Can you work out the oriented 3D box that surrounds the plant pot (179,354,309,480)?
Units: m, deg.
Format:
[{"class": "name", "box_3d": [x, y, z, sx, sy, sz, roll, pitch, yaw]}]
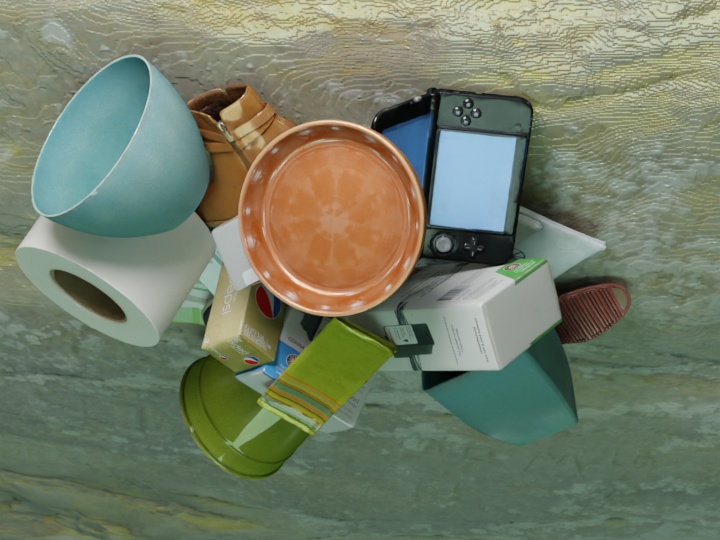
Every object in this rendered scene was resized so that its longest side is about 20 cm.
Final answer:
[{"class": "plant pot", "box_3d": [-0.119, 0.163, 1.847, 0.200, 0.201, 0.193, 31, 128, -30]}]

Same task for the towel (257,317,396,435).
[{"class": "towel", "box_3d": [-0.042, 0.126, 1.527, 0.086, 0.018, 0.200, 28, 135, -15]}]

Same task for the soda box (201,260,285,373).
[{"class": "soda box", "box_3d": [-0.133, 0.022, 1.606, 0.068, 0.201, 0.064, -20, 134, 35]}]

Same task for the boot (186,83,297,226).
[{"class": "boot", "box_3d": [-0.156, -0.131, 1.499, 0.199, 0.077, 0.155, -13, 138, 34]}]

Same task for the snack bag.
[{"class": "snack bag", "box_3d": [0.170, -0.020, 1.609, 0.199, 0.021, 0.188, 20, 145, -24]}]

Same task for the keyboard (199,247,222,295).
[{"class": "keyboard", "box_3d": [-0.157, 0.034, 1.713, 0.056, 0.011, 0.200, -34, 109, 22]}]

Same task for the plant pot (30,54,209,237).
[{"class": "plant pot", "box_3d": [-0.245, -0.115, 1.428, 0.200, 0.201, 0.135, -23, 137, 37]}]

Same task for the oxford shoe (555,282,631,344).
[{"class": "oxford shoe", "box_3d": [0.266, 0.063, 1.728, 0.199, 0.075, 0.071, -25, 98, 22]}]

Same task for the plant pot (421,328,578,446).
[{"class": "plant pot", "box_3d": [0.188, 0.124, 1.643, 0.141, 0.142, 0.200, -26, 131, 24]}]

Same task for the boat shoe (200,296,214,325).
[{"class": "boat shoe", "box_3d": [-0.126, 0.054, 1.753, 0.199, 0.063, 0.073, -17, 151, 18]}]

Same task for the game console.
[{"class": "game console", "box_3d": [0.093, -0.084, 1.411, 0.175, 0.116, 0.201, 6, 116, 1]}]

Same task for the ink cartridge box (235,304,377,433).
[{"class": "ink cartridge box", "box_3d": [-0.046, 0.082, 1.651, 0.146, 0.201, 0.086, 34, 156, -21]}]

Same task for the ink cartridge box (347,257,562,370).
[{"class": "ink cartridge box", "box_3d": [0.107, 0.051, 1.503, 0.199, 0.146, 0.083, -3, 109, 42]}]

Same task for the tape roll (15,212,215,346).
[{"class": "tape roll", "box_3d": [-0.294, -0.021, 1.576, 0.202, 0.139, 0.203, 25, 157, 12]}]

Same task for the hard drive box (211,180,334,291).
[{"class": "hard drive box", "box_3d": [-0.044, -0.058, 1.482, 0.156, 0.077, 0.200, -25, 178, 38]}]

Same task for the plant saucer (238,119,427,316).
[{"class": "plant saucer", "box_3d": [-0.028, -0.054, 1.337, 0.199, 0.201, 0.032, -5, -176, 18]}]

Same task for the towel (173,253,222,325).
[{"class": "towel", "box_3d": [-0.229, 0.022, 1.779, 0.149, 0.031, 0.200, 7, 146, 2]}]
